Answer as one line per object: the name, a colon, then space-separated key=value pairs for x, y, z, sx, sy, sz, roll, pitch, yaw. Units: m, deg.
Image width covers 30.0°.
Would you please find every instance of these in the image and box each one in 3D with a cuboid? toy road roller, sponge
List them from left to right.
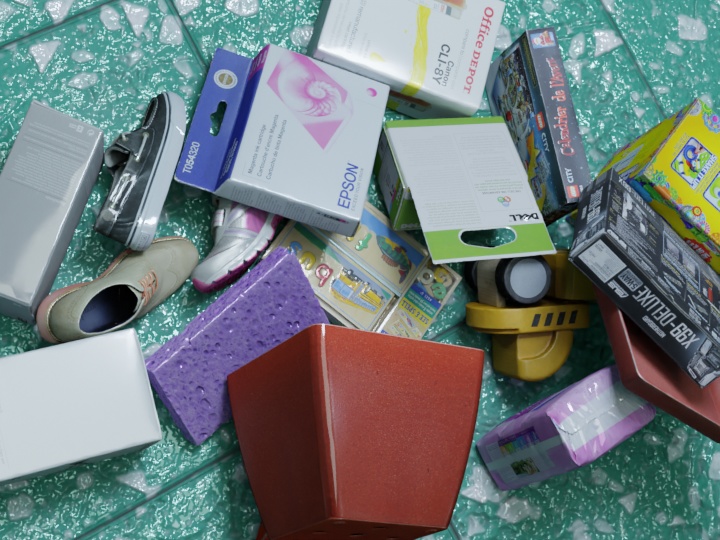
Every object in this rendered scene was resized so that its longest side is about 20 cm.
sponge: x=-0.127 y=0.079 z=1.412 sx=0.200 sy=0.030 sz=0.112 roll=-41 pitch=126 yaw=-21
toy road roller: x=0.214 y=0.045 z=1.506 sx=0.199 sy=0.123 sz=0.147 roll=-3 pitch=95 yaw=-18

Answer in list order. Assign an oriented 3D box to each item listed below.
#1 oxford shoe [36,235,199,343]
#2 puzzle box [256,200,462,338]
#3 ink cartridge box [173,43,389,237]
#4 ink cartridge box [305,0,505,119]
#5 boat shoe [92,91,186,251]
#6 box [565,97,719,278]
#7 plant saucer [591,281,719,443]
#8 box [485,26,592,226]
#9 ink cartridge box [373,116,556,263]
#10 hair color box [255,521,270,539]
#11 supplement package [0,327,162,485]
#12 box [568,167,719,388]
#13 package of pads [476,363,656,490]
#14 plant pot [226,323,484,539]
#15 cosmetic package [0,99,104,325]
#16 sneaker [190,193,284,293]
oxford shoe: x=-0.232 y=0.023 z=1.376 sx=0.200 sy=0.074 sz=0.071 roll=-36 pitch=117 yaw=-38
puzzle box: x=0.000 y=0.000 z=1.498 sx=0.200 sy=0.025 sz=0.133 roll=38 pitch=71 yaw=-6
ink cartridge box: x=-0.079 y=-0.150 z=1.439 sx=0.199 sy=0.043 sz=0.197 roll=18 pitch=55 yaw=-9
ink cartridge box: x=0.051 y=-0.267 z=1.538 sx=0.199 sy=0.083 sz=0.146 roll=19 pitch=73 yaw=-12
boat shoe: x=-0.232 y=-0.116 z=1.403 sx=0.071 sy=0.072 sz=0.201 roll=21 pitch=51 yaw=-19
box: x=0.376 y=-0.063 z=1.530 sx=0.192 sy=0.200 sz=0.122 roll=41 pitch=70 yaw=-4
plant saucer: x=0.320 y=0.084 z=1.406 sx=0.199 sy=0.037 sz=0.201 roll=30 pitch=35 yaw=-31
box: x=0.201 y=-0.158 z=1.532 sx=0.037 sy=0.137 sz=0.201 roll=-10 pitch=82 yaw=-19
ink cartridge box: x=0.110 y=-0.071 z=1.477 sx=0.147 sy=0.076 sz=0.201 roll=-4 pitch=54 yaw=-17
hair color box: x=-0.064 y=0.320 z=1.339 sx=0.101 sy=0.061 sz=0.200 roll=27 pitch=37 yaw=-10
supplement package: x=-0.311 y=0.141 z=1.327 sx=0.199 sy=0.117 sz=0.118 roll=-13 pitch=82 yaw=-18
box: x=0.307 y=0.004 z=1.395 sx=0.200 sy=0.050 sz=0.158 roll=43 pitch=29 yaw=-11
package of pads: x=0.218 y=0.169 z=1.434 sx=0.120 sy=0.200 sz=0.076 roll=-26 pitch=82 yaw=-23
plant pot: x=-0.006 y=0.177 z=1.332 sx=0.199 sy=0.200 sz=0.177 roll=11 pitch=66 yaw=-29
cosmetic package: x=-0.333 y=-0.055 z=1.366 sx=0.090 sy=0.107 sz=0.201 roll=23 pitch=71 yaw=-5
sneaker: x=-0.129 y=-0.062 z=1.448 sx=0.088 sy=0.081 sz=0.200 roll=37 pitch=62 yaw=-4
